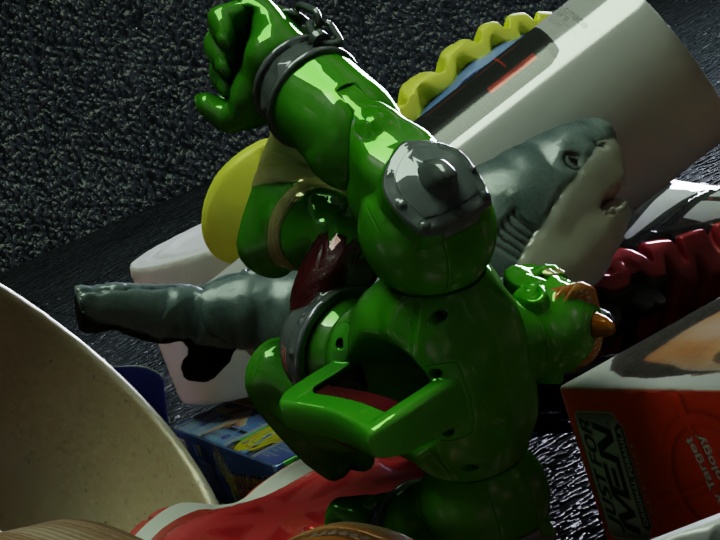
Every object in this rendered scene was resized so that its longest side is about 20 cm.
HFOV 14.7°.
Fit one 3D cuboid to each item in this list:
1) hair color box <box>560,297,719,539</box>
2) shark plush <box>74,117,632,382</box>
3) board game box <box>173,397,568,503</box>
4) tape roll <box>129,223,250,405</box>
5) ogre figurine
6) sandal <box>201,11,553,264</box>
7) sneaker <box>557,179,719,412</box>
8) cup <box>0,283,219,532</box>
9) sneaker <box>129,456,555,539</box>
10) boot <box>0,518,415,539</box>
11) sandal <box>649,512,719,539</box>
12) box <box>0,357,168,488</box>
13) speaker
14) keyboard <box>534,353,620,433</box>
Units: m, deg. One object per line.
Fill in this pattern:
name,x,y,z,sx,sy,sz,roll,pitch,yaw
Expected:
hair color box,0.163,0.043,0.811,0.101,0.062,0.200,-26,13,-34
shark plush,0.000,0.000,0.988,0.199,0.084,0.091,-9,-3,0
board game box,0.003,0.065,1.230,0.135,0.035,0.200,-23,8,-13
tape roll,-0.004,-0.007,1.308,0.202,0.071,0.202,-22,6,3
ogre figurine,0.010,0.023,0.849,0.098,0.201,0.120,-4,16,-30
sandal,0.035,-0.037,1.164,0.200,0.087,0.080,-32,-30,-21
sneaker,0.126,-0.009,1.139,0.200,0.071,0.098,-18,44,-34
cup,-0.171,0.106,1.077,0.143,0.200,0.200,-49,1,16
sneaker,-0.004,0.097,0.960,0.115,0.079,0.200,-20,9,30
boot,-0.067,0.119,0.798,0.199,0.077,0.155,13,17,27
sandal,0.057,0.108,0.733,0.206,0.080,0.059,-16,5,-13
box,-0.166,0.115,1.221,0.199,0.042,0.119,-25,-32,-16
speaker,0.042,-0.023,1.054,0.200,0.081,0.081,-38,8,-1
keyboard,0.119,0.045,1.017,0.199,0.040,0.104,-6,-4,-29
